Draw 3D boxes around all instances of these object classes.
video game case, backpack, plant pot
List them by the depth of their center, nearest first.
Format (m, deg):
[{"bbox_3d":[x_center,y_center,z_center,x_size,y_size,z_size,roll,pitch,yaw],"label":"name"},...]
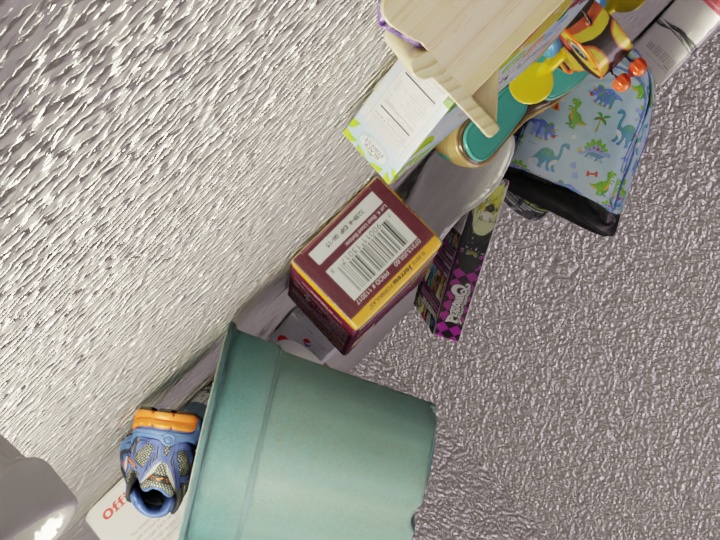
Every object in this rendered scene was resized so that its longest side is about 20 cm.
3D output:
[{"bbox_3d":[-0.043,0.166,1.467,0.200,0.194,0.202,-166,-90,-87],"label":"plant pot"},{"bbox_3d":[0.249,-0.162,1.879,0.201,0.162,0.154,-62,169,0],"label":"backpack"},{"bbox_3d":[0.109,-0.028,1.883,0.200,0.035,0.183,-120,-133,-81],"label":"video game case"}]

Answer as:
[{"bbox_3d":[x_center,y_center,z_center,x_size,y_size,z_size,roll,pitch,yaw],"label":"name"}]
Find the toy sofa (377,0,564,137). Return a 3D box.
[{"bbox_3d":[0.097,-0.179,0.910,0.200,0.097,0.083,-45,-160,8],"label":"toy sofa"}]

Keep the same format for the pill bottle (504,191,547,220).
[{"bbox_3d":[0.292,-0.175,2.515,0.200,0.106,0.106,-46,175,28],"label":"pill bottle"}]

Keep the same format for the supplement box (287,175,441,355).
[{"bbox_3d":[0.000,0.000,1.551,0.110,0.086,0.200,-44,176,-9],"label":"supplement box"}]

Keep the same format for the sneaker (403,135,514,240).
[{"bbox_3d":[0.091,-0.092,1.747,0.200,0.073,0.116,-50,-173,27],"label":"sneaker"}]

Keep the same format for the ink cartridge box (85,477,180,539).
[{"bbox_3d":[-0.177,0.292,1.814,0.146,0.200,0.084,-42,145,-3],"label":"ink cartridge box"}]

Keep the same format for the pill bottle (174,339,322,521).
[{"bbox_3d":[-0.122,0.166,1.761,0.200,0.120,0.120,-42,175,-31],"label":"pill bottle"}]

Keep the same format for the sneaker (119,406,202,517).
[{"bbox_3d":[-0.184,0.183,1.503,0.200,0.074,0.079,106,-6,-66],"label":"sneaker"}]

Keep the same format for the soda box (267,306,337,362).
[{"bbox_3d":[-0.014,0.037,1.931,0.200,0.064,0.068,-42,175,-43],"label":"soda box"}]

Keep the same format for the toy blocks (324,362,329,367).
[{"bbox_3d":[-0.058,0.147,2.070,0.100,0.137,0.200,-43,176,-11],"label":"toy blocks"}]

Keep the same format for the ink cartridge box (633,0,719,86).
[{"bbox_3d":[0.548,-0.413,2.816,0.200,0.084,0.145,-48,175,27],"label":"ink cartridge box"}]

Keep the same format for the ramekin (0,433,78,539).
[{"bbox_3d":[-0.199,0.107,0.554,0.200,0.105,0.200,-44,175,-5],"label":"ramekin"}]

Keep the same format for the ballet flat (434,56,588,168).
[{"bbox_3d":[0.140,-0.168,1.558,0.200,0.069,0.063,-40,-157,-23],"label":"ballet flat"}]

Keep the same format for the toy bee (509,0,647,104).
[{"bbox_3d":[0.169,-0.177,1.320,0.131,0.109,0.200,-44,176,20],"label":"toy bee"}]

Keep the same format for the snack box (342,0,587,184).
[{"bbox_3d":[0.088,-0.156,1.113,0.200,0.053,0.142,-41,176,-39],"label":"snack box"}]
